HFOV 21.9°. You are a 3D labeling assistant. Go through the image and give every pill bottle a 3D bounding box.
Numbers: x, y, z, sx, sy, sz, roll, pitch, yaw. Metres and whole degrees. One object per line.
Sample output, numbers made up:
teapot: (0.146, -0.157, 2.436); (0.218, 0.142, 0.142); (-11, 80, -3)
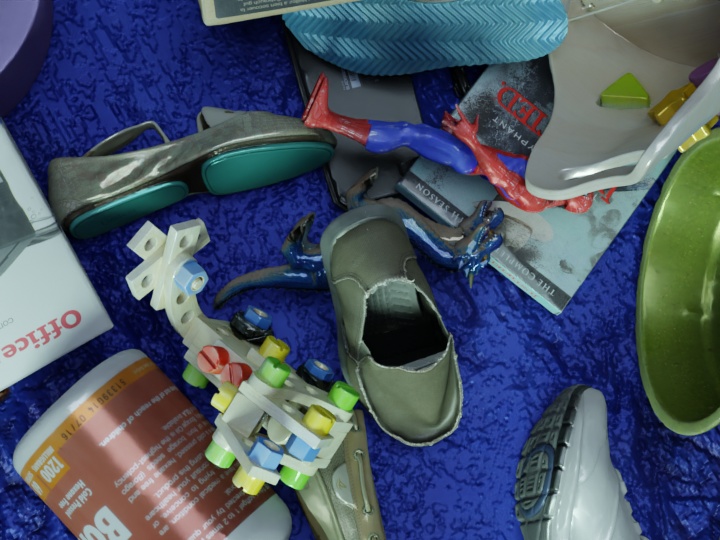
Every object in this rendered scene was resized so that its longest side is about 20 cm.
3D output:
pill bottle: (-0.117, 0.156, 1.187); (0.112, 0.112, 0.200); (-43, 84, -11)

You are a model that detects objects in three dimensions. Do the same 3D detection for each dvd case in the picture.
dvd case: (0.138, -0.091, 1.293); (0.146, 0.022, 0.200); (39, 78, -3)

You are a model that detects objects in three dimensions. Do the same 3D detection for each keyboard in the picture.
keyboard: (0.016, -0.148, 1.307); (0.127, 0.021, 0.200); (-14, 81, -6)

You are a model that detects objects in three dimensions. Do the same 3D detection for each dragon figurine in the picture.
dragon figurine: (0.000, 0.000, 1.237); (0.200, 0.059, 0.099); (-35, 95, 5)

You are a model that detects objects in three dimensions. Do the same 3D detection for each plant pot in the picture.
plant pot: (0.307, 0.020, 1.225); (0.190, 0.200, 0.200); (8, 78, -16)

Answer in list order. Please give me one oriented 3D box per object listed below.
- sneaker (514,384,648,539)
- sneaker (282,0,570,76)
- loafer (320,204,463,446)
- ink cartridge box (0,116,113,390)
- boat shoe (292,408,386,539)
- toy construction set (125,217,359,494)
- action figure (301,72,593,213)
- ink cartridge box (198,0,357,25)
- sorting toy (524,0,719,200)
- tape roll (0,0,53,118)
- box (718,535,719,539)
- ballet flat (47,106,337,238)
sneaker: (0.150, 0.176, 1.234); (0.087, 0.075, 0.200); (4, 85, -15)
sneaker: (0.044, -0.185, 1.273); (0.200, 0.077, 0.081); (2, 42, 9)
loafer: (0.022, 0.050, 1.188); (0.075, 0.200, 0.070); (-22, 42, 0)
ink cartridge box: (-0.268, -0.021, 1.181); (0.145, 0.084, 0.200); (-29, 113, -9)
boat shoe: (0.012, 0.190, 1.213); (0.063, 0.073, 0.201); (-24, 74, -4)
toy construction set: (-0.079, 0.060, 1.174); (0.092, 0.131, 0.200); (-46, 63, 19)
action figure: (0.062, -0.081, 1.233); (0.200, 0.065, 0.052); (23, 92, -8)
ink cartridge box: (-0.043, -0.259, 1.249); (0.165, 0.075, 0.200); (-9, 43, -7)
sorting toy: (0.189, -0.115, 1.190); (0.107, 0.200, 0.180); (51, 60, -18)
tape roll: (-0.311, -0.185, 1.257); (0.200, 0.085, 0.200); (1, 78, -5)
box: (0.340, 0.203, 1.212); (0.200, 0.117, 0.060); (21, 80, -1)
ballet flat: (-0.117, -0.080, 1.259); (0.200, 0.067, 0.062); (-17, 70, -6)
